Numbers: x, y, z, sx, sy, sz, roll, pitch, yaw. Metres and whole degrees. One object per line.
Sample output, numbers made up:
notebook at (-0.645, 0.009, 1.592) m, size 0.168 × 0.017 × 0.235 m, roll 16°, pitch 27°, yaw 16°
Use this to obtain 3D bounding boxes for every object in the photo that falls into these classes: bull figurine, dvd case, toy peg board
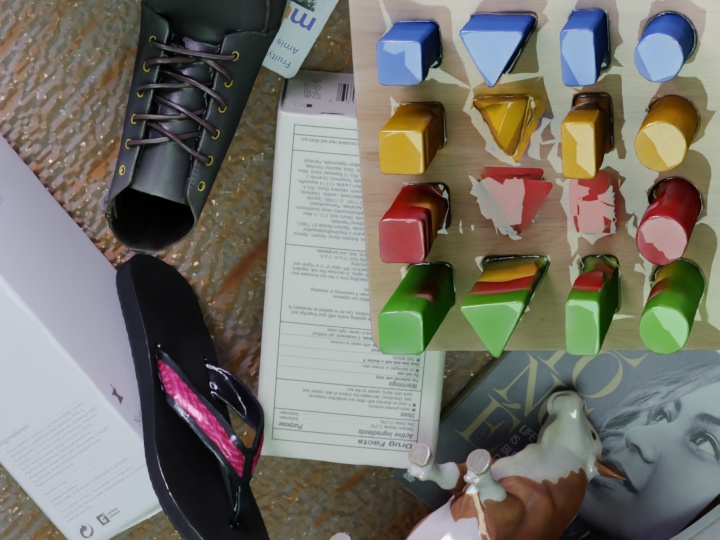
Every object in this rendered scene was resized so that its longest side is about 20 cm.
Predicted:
bull figurine at (0.057, 0.146, 1.638) m, size 0.200 × 0.065 × 0.121 m, roll -54°, pitch 138°, yaw 1°
dvd case at (0.136, 0.090, 1.693) m, size 0.148 × 0.016 × 0.200 m, roll 39°, pitch 109°, yaw -12°
toy peg board at (0.091, -0.046, 1.501) m, size 0.199 × 0.098 × 0.201 m, roll -1°, pitch 106°, yaw 12°

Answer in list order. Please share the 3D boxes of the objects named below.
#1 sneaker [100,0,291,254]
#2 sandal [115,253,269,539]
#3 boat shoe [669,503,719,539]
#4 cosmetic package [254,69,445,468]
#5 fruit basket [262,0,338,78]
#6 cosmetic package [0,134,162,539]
sneaker at (-0.082, -0.099, 1.534) m, size 0.074 × 0.107 × 0.201 m, roll 13°, pitch 141°, yaw 1°
sandal at (-0.083, 0.072, 1.611) m, size 0.045 × 0.201 × 0.075 m, roll -32°, pitch 150°, yaw 26°
boat shoe at (0.208, 0.173, 1.700) m, size 0.199 × 0.076 × 0.060 m, roll -19°, pitch 154°, yaw -2°
cosmetic package at (0.000, 0.000, 1.632) m, size 0.103 × 0.073 × 0.201 m, roll 6°, pitch 113°, yaw 0°
fruit basket at (-0.071, -0.213, 1.538) m, size 0.184 × 0.094 × 0.201 m, roll 28°, pitch 114°, yaw -9°
cosmetic package at (-0.174, 0.039, 1.634) m, size 0.081 × 0.113 × 0.200 m, roll -31°, pitch 110°, yaw 21°
